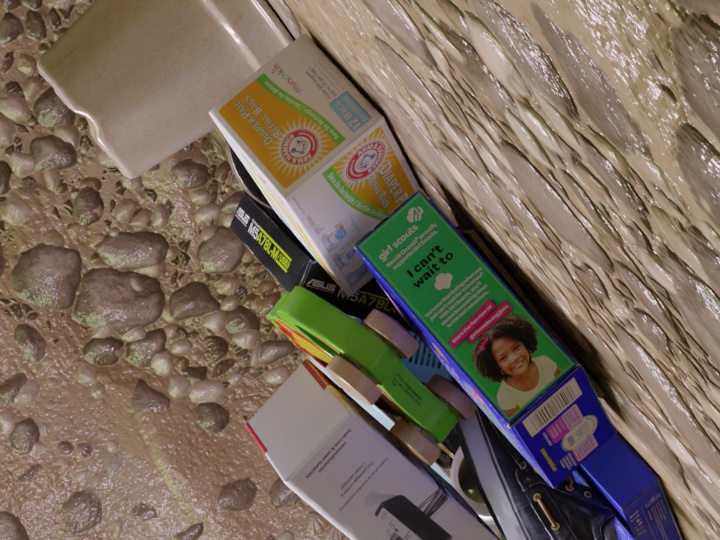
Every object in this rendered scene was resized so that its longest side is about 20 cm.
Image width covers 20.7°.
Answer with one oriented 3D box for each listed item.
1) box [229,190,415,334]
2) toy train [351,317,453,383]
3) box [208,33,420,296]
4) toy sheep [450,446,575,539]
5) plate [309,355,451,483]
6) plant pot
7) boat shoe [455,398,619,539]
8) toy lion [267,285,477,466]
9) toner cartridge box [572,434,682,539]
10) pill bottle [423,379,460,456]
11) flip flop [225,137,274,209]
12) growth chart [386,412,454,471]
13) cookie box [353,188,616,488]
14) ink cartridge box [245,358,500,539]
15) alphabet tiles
[{"bbox_3d":[0.000,0.000,1.815,0.200,0.048,0.193,17,-165,-26],"label":"box"},{"bbox_3d":[0.046,0.052,1.965,0.114,0.087,0.200,13,-168,-2],"label":"toy train"},{"bbox_3d":[-0.027,-0.082,1.606,0.113,0.101,0.200,49,176,28],"label":"box"},{"bbox_3d":[0.149,0.208,1.836,0.138,0.138,0.200,48,-172,32],"label":"toy sheep"},{"bbox_3d":[0.014,0.147,1.920,0.200,0.026,0.200,43,177,3],"label":"plate"},{"bbox_3d":[-0.173,-0.185,1.720,0.201,0.183,0.200,50,177,4],"label":"plant pot"},{"bbox_3d":[0.152,0.187,1.667,0.071,0.091,0.201,105,141,-84],"label":"boat shoe"},{"bbox_3d":[-0.009,0.070,1.628,0.192,0.069,0.200,33,171,36],"label":"toy lion"},{"bbox_3d":[0.227,0.194,1.718,0.095,0.043,0.200,50,176,29],"label":"toner cartridge box"},{"bbox_3d":[0.117,0.136,1.985,0.106,0.106,0.200,51,176,-12],"label":"pill bottle"},{"bbox_3d":[-0.051,-0.089,1.750,0.200,0.081,0.058,24,-173,-45],"label":"flip flop"},{"bbox_3d":[0.032,0.140,1.952,0.200,0.018,0.145,44,177,-22],"label":"growth chart"},{"bbox_3d":[0.099,0.055,1.541,0.200,0.075,0.171,48,178,27],"label":"cookie box"},{"bbox_3d":[0.013,0.185,1.678,0.200,0.084,0.144,43,180,-23],"label":"ink cartridge box"},{"bbox_3d":[0.126,0.031,1.623,0.167,0.008,0.200,51,177,-6],"label":"alphabet tiles"}]
